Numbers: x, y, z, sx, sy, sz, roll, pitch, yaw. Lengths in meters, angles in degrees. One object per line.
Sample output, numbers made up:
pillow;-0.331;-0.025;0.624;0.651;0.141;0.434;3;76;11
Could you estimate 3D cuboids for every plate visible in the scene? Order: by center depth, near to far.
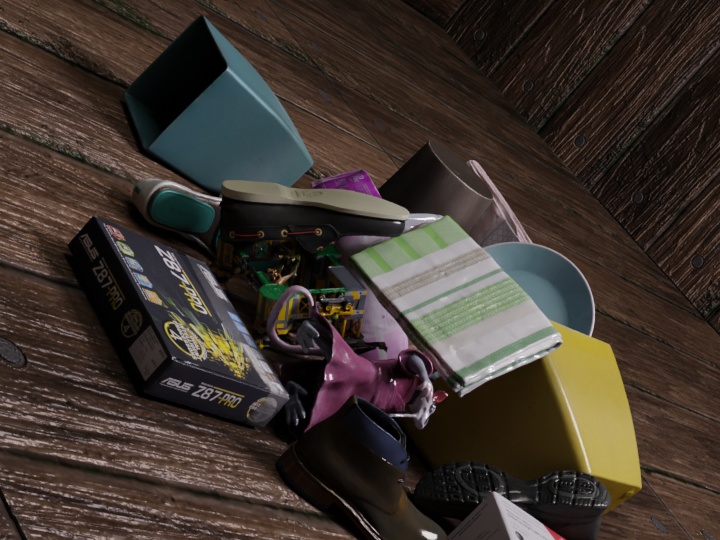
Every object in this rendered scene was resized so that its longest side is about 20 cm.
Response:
plate;0.183;0.057;1.842;0.201;0.199;0.026;51;-10;29

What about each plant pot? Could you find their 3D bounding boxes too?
plant pot;0.192;0.192;1.683;0.199;0.200;0.177;21;38;-51
plant pot;-0.162;-0.177;1.883;0.200;0.141;0.142;39;15;-38

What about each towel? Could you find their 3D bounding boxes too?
towel;0.097;0.034;1.596;0.148;0.031;0.200;-20;54;-32
towel;0.123;-0.019;2.022;0.032;0.200;0.192;25;24;-39

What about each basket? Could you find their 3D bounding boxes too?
basket;0.066;-0.058;1.981;0.136;0.200;0.181;31;19;-34

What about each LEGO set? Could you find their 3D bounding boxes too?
LEGO set;-0.075;0.044;1.610;0.153;0.117;0.200;-7;28;-31

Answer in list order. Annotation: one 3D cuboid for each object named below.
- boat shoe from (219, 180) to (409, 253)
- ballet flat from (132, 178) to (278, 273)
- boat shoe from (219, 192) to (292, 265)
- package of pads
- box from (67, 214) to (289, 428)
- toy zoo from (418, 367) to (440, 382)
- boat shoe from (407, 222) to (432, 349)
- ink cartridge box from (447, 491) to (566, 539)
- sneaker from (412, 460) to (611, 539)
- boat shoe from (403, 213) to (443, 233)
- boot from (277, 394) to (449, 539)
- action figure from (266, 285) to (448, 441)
boat shoe;-0.050;-0.053;1.611;0.199;0.064;0.074;5;15;-3
ballet flat;-0.170;-0.056;1.686;0.199;0.070;0.070;26;22;-42
boat shoe;-0.080;-0.046;1.855;0.199;0.064;0.071;38;16;-15
package of pads;0.000;0.000;1.736;0.121;0.075;0.202;-118;-164;-59
box;-0.170;0.049;1.423;0.161;0.049;0.200;28;20;-49
toy zoo;0.125;0.104;1.704;0.131;0.199;0.021;19;42;-52
boat shoe;0.076;0.043;1.813;0.075;0.202;0.072;3;4;-16
ink cartridge box;0.170;0.325;1.442;0.144;0.084;0.200;36;18;-24
sneaker;0.150;0.251;1.552;0.198;0.092;0.076;7;27;3
boat shoe;0.047;-0.046;1.867;0.199;0.073;0.071;14;7;-38
boot;0.029;0.197;1.418;0.199;0.097;0.075;34;18;-25
action figure;0.000;0.117;1.519;0.199;0.134;0.149;11;32;-44
